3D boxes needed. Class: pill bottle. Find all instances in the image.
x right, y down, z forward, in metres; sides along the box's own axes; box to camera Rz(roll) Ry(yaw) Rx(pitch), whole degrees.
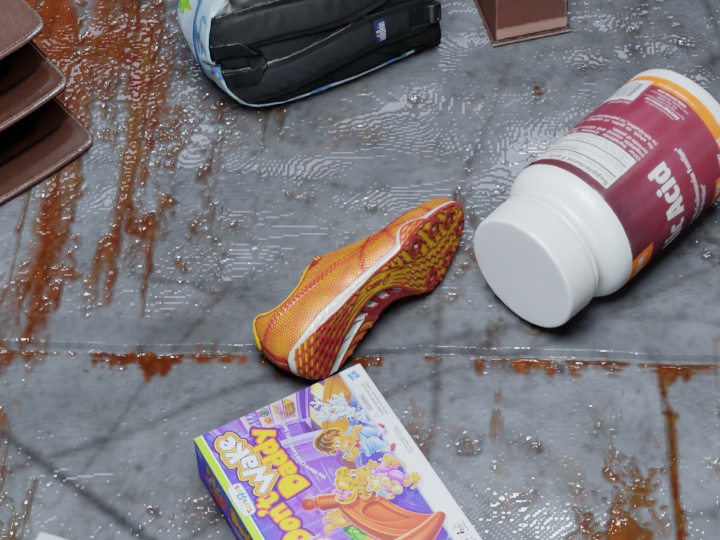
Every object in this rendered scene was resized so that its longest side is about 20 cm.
[{"bbox_3d":[0.184,-0.053,1.466,0.114,0.115,0.200,34,58,29],"label":"pill bottle"}]

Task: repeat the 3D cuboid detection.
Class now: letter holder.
[{"bbox_3d":[-0.332,-0.124,1.569,0.199,0.101,0.142,-31,55,-22],"label":"letter holder"}]

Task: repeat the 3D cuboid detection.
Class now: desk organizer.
[{"bbox_3d":[0.123,-0.295,1.709,0.071,0.077,0.201,-12,49,-7],"label":"desk organizer"}]

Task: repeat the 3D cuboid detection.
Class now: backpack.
[{"bbox_3d":[-0.051,-0.221,1.614,0.199,0.164,0.153,-38,47,-19],"label":"backpack"}]

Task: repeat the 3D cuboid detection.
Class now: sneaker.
[{"bbox_3d":[0.000,0.000,1.460,0.199,0.074,0.077,-36,46,-29],"label":"sneaker"}]

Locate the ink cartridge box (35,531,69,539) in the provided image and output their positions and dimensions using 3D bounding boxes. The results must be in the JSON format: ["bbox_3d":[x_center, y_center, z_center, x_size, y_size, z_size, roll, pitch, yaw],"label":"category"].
[{"bbox_3d":[-0.144,0.242,1.266,0.198,0.039,0.100,13,49,22],"label":"ink cartridge box"}]

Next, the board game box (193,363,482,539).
[{"bbox_3d":[-0.010,0.170,1.324,0.133,0.045,0.200,-24,51,-17],"label":"board game box"}]
